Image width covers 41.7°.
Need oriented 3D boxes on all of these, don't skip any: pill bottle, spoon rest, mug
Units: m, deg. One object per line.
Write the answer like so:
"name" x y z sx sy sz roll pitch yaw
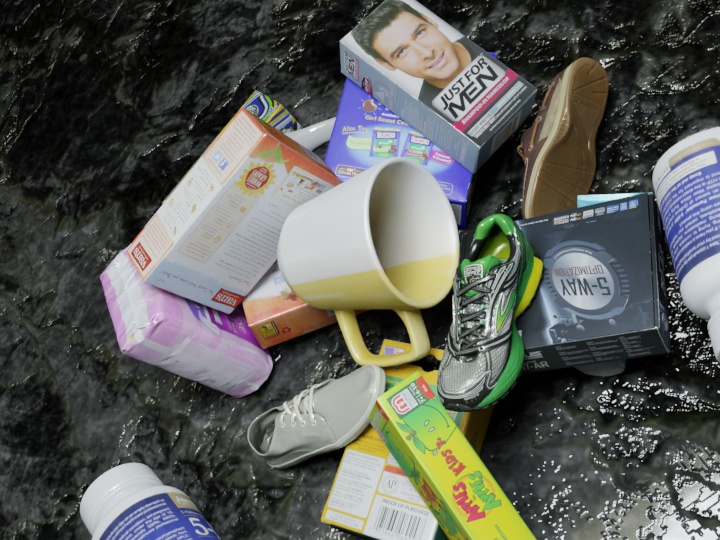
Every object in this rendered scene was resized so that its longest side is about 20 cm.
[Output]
"pill bottle" -0.212 0.300 0.994 0.120 0.120 0.200 -49 51 -2
"spoon rest" -0.096 -0.142 1.214 0.200 0.099 0.061 -26 28 -1
"mug" -0.005 -0.008 0.958 0.153 0.149 0.187 -13 62 39
"pill bottle" 0.343 -0.019 0.854 0.120 0.120 0.200 -17 56 22

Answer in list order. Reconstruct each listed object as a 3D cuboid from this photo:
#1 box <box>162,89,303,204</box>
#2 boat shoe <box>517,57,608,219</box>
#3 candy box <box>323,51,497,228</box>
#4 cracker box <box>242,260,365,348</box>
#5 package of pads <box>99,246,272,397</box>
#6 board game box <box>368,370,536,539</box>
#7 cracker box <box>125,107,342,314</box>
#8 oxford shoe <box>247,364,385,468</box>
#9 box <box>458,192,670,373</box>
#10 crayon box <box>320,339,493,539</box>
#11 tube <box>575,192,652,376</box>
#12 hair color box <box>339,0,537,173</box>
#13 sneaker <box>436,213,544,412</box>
"box" -0.166 -0.135 1.252 0.064 0.070 0.200 35 84 41
"boat shoe" 0.213 -0.135 1.040 0.072 0.072 0.200 -3 70 64
"candy box" 0.060 -0.165 1.095 0.169 0.077 0.200 11 70 8
"cracker box" -0.083 -0.022 1.119 0.134 0.058 0.200 -21 53 0
"package of pads" -0.195 0.062 1.073 0.076 0.200 0.121 -38 51 16
"board game box" 0.084 0.194 0.845 0.048 0.102 0.200 -32 77 -14
"cracker box" -0.133 -0.057 1.001 0.200 0.134 0.058 -49 53 10
"oxford shoe" -0.050 0.153 0.989 0.200 0.058 0.075 -34 36 37
"box" 0.191 0.017 0.915 0.200 0.044 0.160 -11 49 27
"crayon box" 0.054 0.179 0.958 0.126 0.052 0.200 8 69 33
"tube" 0.248 0.006 0.949 0.077 0.050 0.200 2 60 19
"hair color box" 0.082 -0.210 1.038 0.200 0.061 0.099 40 73 16
"sneaker" 0.106 0.037 0.862 0.078 0.085 0.200 -4 53 33
